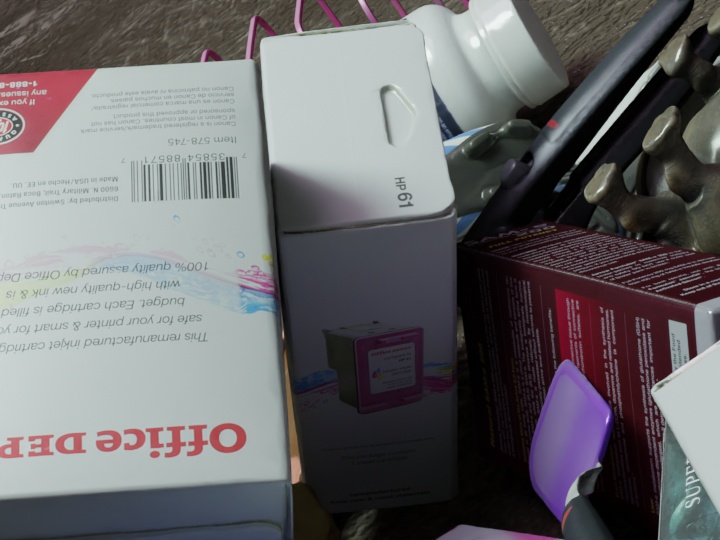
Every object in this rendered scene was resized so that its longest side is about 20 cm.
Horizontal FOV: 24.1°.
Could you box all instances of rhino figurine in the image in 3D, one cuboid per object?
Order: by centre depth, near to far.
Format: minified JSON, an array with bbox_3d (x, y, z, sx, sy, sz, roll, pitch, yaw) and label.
[{"bbox_3d":[0.187,-0.083,0.797,0.201,0.087,0.060,-56,15,-25],"label":"rhino figurine"}]

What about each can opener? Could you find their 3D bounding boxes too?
[{"bbox_3d":[0.110,-0.059,0.861,0.201,0.063,0.079,-54,33,8],"label":"can opener"}]

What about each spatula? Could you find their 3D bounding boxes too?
[{"bbox_3d":[0.084,0.089,0.639,0.200,0.020,0.057,-82,11,-76],"label":"spatula"}]

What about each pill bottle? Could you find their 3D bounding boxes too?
[{"bbox_3d":[0.034,-0.105,1.123,0.199,0.111,0.111,-31,25,17],"label":"pill bottle"}]

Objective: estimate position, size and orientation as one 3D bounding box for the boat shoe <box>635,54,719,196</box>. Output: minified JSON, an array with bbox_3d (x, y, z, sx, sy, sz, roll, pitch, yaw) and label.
[{"bbox_3d":[0.227,-0.096,0.882,0.200,0.075,0.068,-44,19,-12],"label":"boat shoe"}]

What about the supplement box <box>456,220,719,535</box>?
[{"bbox_3d":[0.118,0.046,0.740,0.060,0.110,0.199,-15,15,-25],"label":"supplement box"}]

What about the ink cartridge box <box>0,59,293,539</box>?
[{"bbox_3d":[-0.104,0.038,0.699,0.143,0.145,0.202,-3,55,-4],"label":"ink cartridge box"}]

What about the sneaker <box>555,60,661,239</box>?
[{"bbox_3d":[0.137,-0.048,0.956,0.200,0.075,0.087,-41,5,-5],"label":"sneaker"}]

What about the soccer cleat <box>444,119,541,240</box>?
[{"bbox_3d":[0.024,-0.034,1.006,0.198,0.071,0.086,-15,-14,-14],"label":"soccer cleat"}]

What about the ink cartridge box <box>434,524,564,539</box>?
[{"bbox_3d":[0.036,0.136,0.603,0.198,0.044,0.196,4,8,27],"label":"ink cartridge box"}]

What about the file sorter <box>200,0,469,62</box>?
[{"bbox_3d":[-0.009,-0.149,1.242,0.199,0.126,0.139,-32,25,15],"label":"file sorter"}]

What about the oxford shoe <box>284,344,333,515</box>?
[{"bbox_3d":[-0.017,0.079,0.948,0.071,0.071,0.201,-7,48,33],"label":"oxford shoe"}]

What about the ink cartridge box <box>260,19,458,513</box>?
[{"bbox_3d":[0.000,0.000,0.839,0.084,0.201,0.145,-5,44,-4],"label":"ink cartridge box"}]

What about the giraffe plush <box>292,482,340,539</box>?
[{"bbox_3d":[-0.083,0.189,0.755,0.174,0.198,0.163,-59,44,23],"label":"giraffe plush"}]

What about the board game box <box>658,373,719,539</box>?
[{"bbox_3d":[0.136,0.140,0.536,0.028,0.136,0.201,-25,28,28],"label":"board game box"}]

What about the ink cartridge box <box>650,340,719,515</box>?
[{"bbox_3d":[0.176,0.110,0.450,0.083,0.201,0.145,-34,25,8],"label":"ink cartridge box"}]
